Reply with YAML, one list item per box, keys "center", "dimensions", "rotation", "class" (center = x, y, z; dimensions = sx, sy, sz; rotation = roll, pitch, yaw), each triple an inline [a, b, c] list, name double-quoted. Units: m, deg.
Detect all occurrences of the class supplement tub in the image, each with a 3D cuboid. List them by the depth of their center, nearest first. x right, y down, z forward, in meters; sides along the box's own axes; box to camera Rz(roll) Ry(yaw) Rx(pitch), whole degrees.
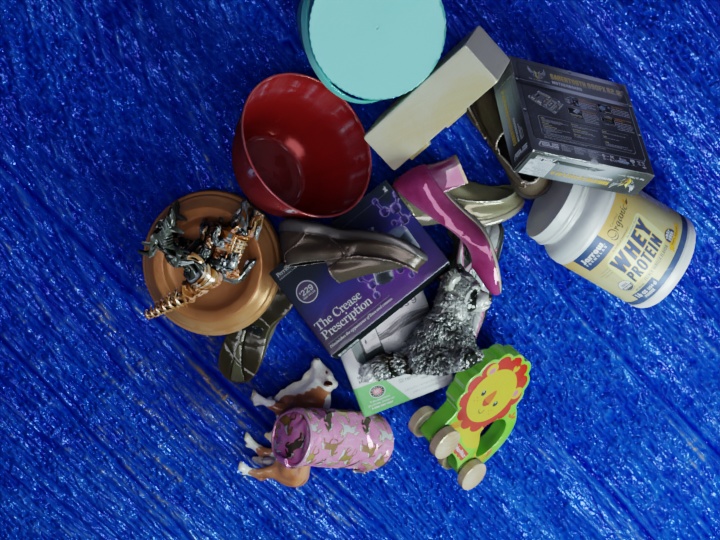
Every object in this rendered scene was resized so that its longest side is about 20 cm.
- center: [0.343, -0.053, 1.612]
  dimensions: [0.199, 0.145, 0.145]
  rotation: [28, 102, -12]
  class: "supplement tub"

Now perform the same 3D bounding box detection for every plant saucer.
- center: [-0.207, -0.010, 1.607]
  dimensions: [0.197, 0.037, 0.203]
  rotation: [0, 93, 6]
  class: "plant saucer"

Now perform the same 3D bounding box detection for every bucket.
- center: [0.015, -0.318, 1.511]
  dimensions: [0.204, 0.135, 0.210]
  rotation: [-1, 106, -4]
  class: "bucket"

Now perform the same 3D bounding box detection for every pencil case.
- center: [-0.039, 0.240, 1.649]
  dimensions: [0.082, 0.087, 0.199]
  rotation: [-28, 154, 32]
  class: "pencil case"

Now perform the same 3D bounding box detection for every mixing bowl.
- center: [-0.095, -0.146, 1.544]
  dimensions: [0.200, 0.201, 0.108]
  rotation: [43, 142, -15]
  class: "mixing bowl"

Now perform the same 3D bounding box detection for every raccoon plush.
- center: [0.083, 0.072, 1.571]
  dimensions: [0.198, 0.097, 0.136]
  rotation: [-14, 100, -3]
  class: "raccoon plush"

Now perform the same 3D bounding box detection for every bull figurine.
- center: [-0.105, 0.222, 1.699]
  dimensions: [0.120, 0.065, 0.202]
  rotation: [11, 103, -4]
  class: "bull figurine"

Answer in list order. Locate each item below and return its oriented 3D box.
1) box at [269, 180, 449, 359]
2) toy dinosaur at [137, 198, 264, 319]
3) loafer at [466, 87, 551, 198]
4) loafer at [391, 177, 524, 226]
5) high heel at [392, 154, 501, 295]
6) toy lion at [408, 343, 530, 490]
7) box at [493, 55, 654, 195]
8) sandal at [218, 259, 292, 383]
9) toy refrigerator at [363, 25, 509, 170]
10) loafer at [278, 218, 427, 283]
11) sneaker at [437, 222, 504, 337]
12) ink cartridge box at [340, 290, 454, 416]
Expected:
- center: [0.000, 0.000, 1.555]
  dimensions: [0.199, 0.079, 0.142]
  rotation: [-39, 80, 0]
  class: "box"
- center: [-0.217, -0.017, 1.548]
  dimensions: [0.136, 0.102, 0.201]
  rotation: [41, 75, -14]
  class: "toy dinosaur"
- center: [0.199, -0.194, 1.567]
  dimensions: [0.073, 0.071, 0.201]
  rotation: [-32, 85, 4]
  class: "loafer"
- center: [0.130, -0.102, 1.615]
  dimensions: [0.197, 0.076, 0.069]
  rotation: [-5, 113, -3]
  class: "loafer"
- center: [0.120, -0.049, 1.561]
  dimensions: [0.095, 0.067, 0.202]
  rotation: [-22, 104, 6]
  class: "high heel"
- center: [0.173, 0.200, 1.679]
  dimensions: [0.192, 0.069, 0.200]
  rotation: [-44, 141, -5]
  class: "toy lion"
- center: [0.278, -0.189, 1.535]
  dimensions: [0.198, 0.160, 0.048]
  rotation: [8, 145, -26]
  class: "box"
- center: [-0.140, 0.065, 1.652]
  dimensions: [0.081, 0.055, 0.202]
  rotation: [23, 102, 4]
  class: "sandal"
- center: [0.101, -0.223, 1.533]
  dimensions: [0.070, 0.076, 0.200]
  rotation: [45, 125, -9]
  class: "toy refrigerator"
- center: [-0.012, -0.017, 1.489]
  dimensions: [0.198, 0.073, 0.072]
  rotation: [9, 87, 15]
  class: "loafer"
- center: [0.145, 0.018, 1.664]
  dimensions: [0.085, 0.080, 0.202]
  rotation: [14, 104, 12]
  class: "sneaker"
- center: [0.032, 0.083, 1.657]
  dimensions: [0.144, 0.084, 0.202]
  rotation: [-21, 107, 1]
  class: "ink cartridge box"
